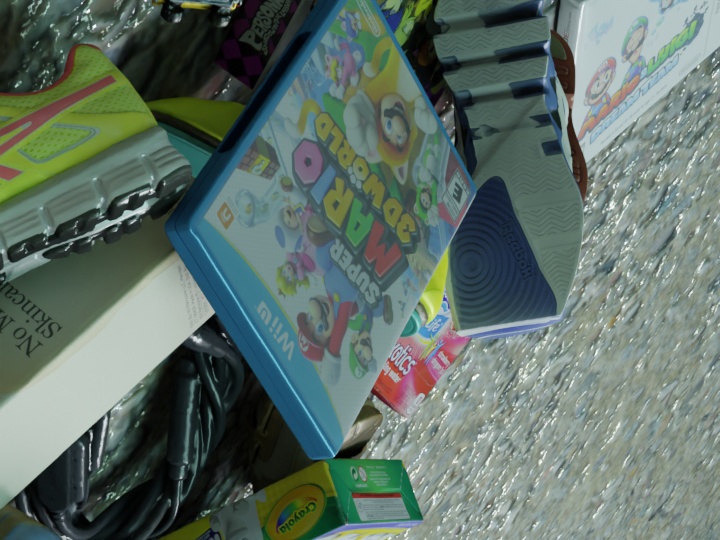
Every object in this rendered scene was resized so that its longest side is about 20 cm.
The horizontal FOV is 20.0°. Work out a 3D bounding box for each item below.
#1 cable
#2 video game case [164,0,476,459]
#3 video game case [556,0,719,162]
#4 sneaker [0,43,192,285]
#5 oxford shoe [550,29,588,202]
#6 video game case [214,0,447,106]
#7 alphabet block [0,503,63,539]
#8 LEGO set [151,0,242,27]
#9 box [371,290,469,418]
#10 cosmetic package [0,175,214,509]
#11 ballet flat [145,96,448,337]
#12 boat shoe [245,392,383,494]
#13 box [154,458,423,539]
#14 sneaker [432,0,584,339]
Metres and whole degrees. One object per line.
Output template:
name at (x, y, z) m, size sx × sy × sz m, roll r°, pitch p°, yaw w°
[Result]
cable at (-0.127, 0.082, 1.154) m, size 0.163 × 0.051 × 0.201 m, roll -42°, pitch 151°, yaw -36°
video game case at (-0.012, -0.030, 0.984) m, size 0.144 × 0.018 × 0.201 m, roll 60°, pitch 41°, yaw -29°
video game case at (0.201, -0.176, 1.424) m, size 0.200 × 0.024 × 0.183 m, roll -40°, pitch 152°, yaw -28°
sneaker at (-0.178, -0.035, 0.874) m, size 0.199 × 0.091 × 0.078 m, roll -23°, pitch 170°, yaw -15°
oxford shoe at (0.101, -0.056, 1.253) m, size 0.074 × 0.070 × 0.201 m, roll 100°, pitch 1°, yaw -54°
video game case at (0.025, -0.173, 1.095) m, size 0.182 × 0.036 × 0.200 m, roll -59°, pitch 155°, yaw 15°
alphabet block at (-0.172, 0.245, 1.005) m, size 0.195 × 0.197 × 0.200 m, roll -46°, pitch -168°, yaw -15°
LEGO set at (-0.069, -0.214, 0.829) m, size 0.153 × 0.116 × 0.201 m, roll -6°, pitch 130°, yaw -21°
box at (0.000, 0.000, 1.203) m, size 0.100 × 0.095 × 0.200 m, roll -51°, pitch 155°, yaw -5°
cosmetic package at (-0.160, 0.025, 0.940) m, size 0.200 × 0.103 × 0.073 m, roll -44°, pitch 153°, yaw -24°
ballet flat at (-0.030, -0.043, 1.052) m, size 0.067 × 0.200 × 0.067 m, roll -14°, pitch -136°, yaw 56°
boat shoe at (-0.038, 0.102, 1.298) m, size 0.074 × 0.067 × 0.200 m, roll -30°, pitch 169°, yaw -25°
box at (-0.072, 0.175, 1.266) m, size 0.199 × 0.049 × 0.117 m, roll -26°, pitch 164°, yaw 22°
sneaker at (0.090, -0.062, 1.150) m, size 0.115 × 0.080 × 0.201 m, roll 22°, pitch 64°, yaw -76°
